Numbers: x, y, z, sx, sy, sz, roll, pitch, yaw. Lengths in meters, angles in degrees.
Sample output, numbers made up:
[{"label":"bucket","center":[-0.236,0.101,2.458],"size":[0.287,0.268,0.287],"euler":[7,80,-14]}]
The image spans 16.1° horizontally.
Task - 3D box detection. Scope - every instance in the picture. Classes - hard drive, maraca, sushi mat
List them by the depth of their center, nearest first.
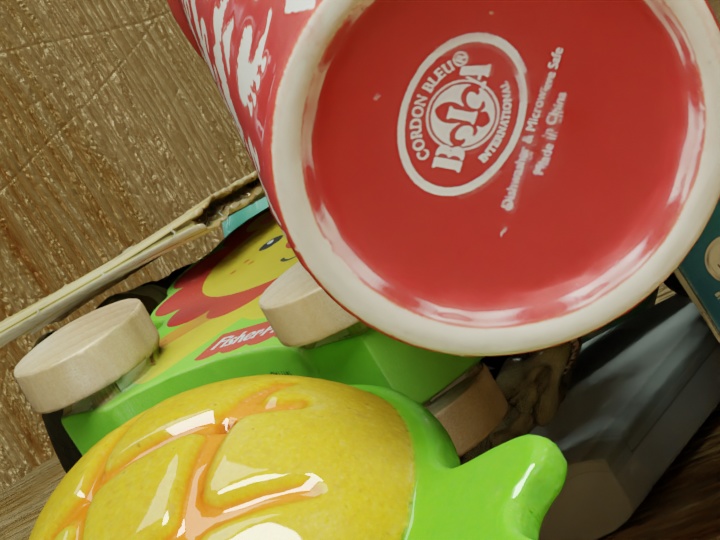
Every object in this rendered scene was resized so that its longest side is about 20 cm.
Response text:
[{"label":"maraca","center":[-0.020,0.086,0.624],"size":[0.200,0.107,0.137],"euler":[-1,56,60]},{"label":"hard drive","center":[0.068,0.060,0.865],"size":[0.132,0.026,0.200],"euler":[-31,4,30]},{"label":"sushi mat","center":[-0.085,-0.002,0.928],"size":[0.200,0.012,0.096],"euler":[-27,3,45]}]

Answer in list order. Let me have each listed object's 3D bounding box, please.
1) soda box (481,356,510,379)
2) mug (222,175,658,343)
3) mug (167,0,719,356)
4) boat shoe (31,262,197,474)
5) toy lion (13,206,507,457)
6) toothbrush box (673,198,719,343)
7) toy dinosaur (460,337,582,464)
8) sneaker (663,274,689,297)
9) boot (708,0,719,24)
[{"label":"soda box","center":[0.049,0.006,0.910],"size":[0.200,0.063,0.071],"euler":[-42,-2,-18]},{"label":"mug","center":[0.046,-0.012,1.037],"size":[0.114,0.152,0.185],"euler":[-23,12,37]},{"label":"mug","center":[0.011,-0.084,0.644],"size":[0.133,0.178,0.200],"euler":[-19,24,0]},{"label":"boat shoe","center":[-0.080,0.041,1.001],"size":[0.066,0.072,0.201],"euler":[-21,-6,-22]},{"label":"toy lion","center":[0.000,0.000,0.800],"size":[0.200,0.069,0.192],"euler":[-16,19,48]},{"label":"toothbrush box","center":[0.178,-0.035,0.666],"size":[0.200,0.085,0.146],"euler":[-33,3,6]},{"label":"toy dinosaur","center":[-0.011,0.083,0.767],"size":[0.199,0.048,0.088],"euler":[-26,28,24]},{"label":"sneaker","center":[0.156,-0.035,0.804],"size":[0.111,0.073,0.200],"euler":[-13,-15,-26]},{"label":"boot","center":[0.086,-0.075,0.769],"size":[0.073,0.076,0.200],"euler":[-28,7,-11]}]
